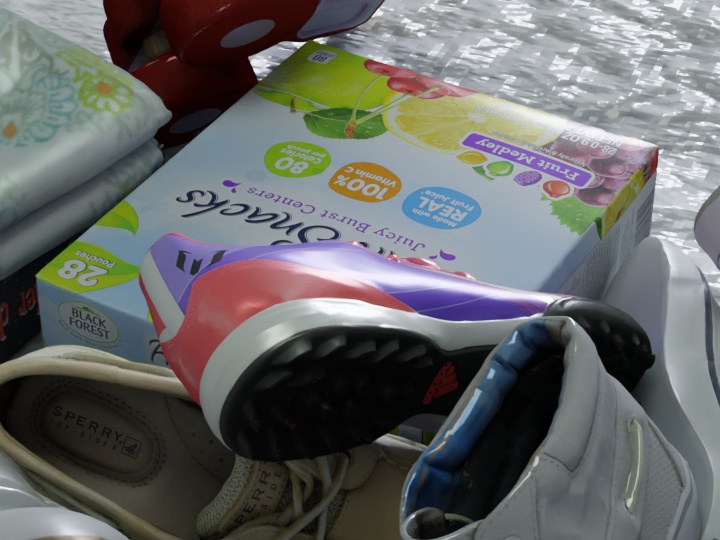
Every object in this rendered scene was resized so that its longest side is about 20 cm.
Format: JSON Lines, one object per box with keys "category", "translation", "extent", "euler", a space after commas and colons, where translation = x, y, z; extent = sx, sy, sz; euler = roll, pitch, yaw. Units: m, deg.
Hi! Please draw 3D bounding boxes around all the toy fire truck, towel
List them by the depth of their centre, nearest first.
{"category": "towel", "translation": [-0.197, -0.044, 0.859], "extent": [0.171, 0.048, 0.200], "euler": [30, 51, 35]}
{"category": "toy fire truck", "translation": [-0.036, -0.145, 0.961], "extent": [0.167, 0.200, 0.113], "euler": [-18, 76, -27]}

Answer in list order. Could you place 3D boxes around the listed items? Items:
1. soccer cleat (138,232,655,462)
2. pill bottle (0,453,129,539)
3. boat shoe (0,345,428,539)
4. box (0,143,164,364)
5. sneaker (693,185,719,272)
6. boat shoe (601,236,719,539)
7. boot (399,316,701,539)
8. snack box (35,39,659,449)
{"category": "soccer cleat", "translation": [0.018, 0.020, 0.711], "extent": [0.199, 0.068, 0.073], "euler": [3, 36, -45]}
{"category": "pill bottle", "translation": [-0.092, 0.134, 0.628], "extent": [0.114, 0.115, 0.200], "euler": [-21, 39, -26]}
{"category": "boat shoe", "translation": [-0.030, 0.075, 0.713], "extent": [0.199, 0.073, 0.065], "euler": [21, -5, 6]}
{"category": "box", "translation": [-0.189, -0.007, 0.893], "extent": [0.136, 0.038, 0.200], "euler": [17, 39, 24]}
{"category": "sneaker", "translation": [0.226, 0.030, 0.809], "extent": [0.202, 0.077, 0.147], "euler": [-3, 51, -41]}
{"category": "boat shoe", "translation": [0.125, 0.057, 0.777], "extent": [0.065, 0.072, 0.200], "euler": [25, 21, -15]}
{"category": "boot", "translation": [0.031, 0.110, 0.633], "extent": [0.073, 0.096, 0.201], "euler": [-2, 49, 38]}
{"category": "snack box", "translation": [0.000, 0.000, 0.855], "extent": [0.168, 0.068, 0.200], "euler": [18, 41, 23]}
